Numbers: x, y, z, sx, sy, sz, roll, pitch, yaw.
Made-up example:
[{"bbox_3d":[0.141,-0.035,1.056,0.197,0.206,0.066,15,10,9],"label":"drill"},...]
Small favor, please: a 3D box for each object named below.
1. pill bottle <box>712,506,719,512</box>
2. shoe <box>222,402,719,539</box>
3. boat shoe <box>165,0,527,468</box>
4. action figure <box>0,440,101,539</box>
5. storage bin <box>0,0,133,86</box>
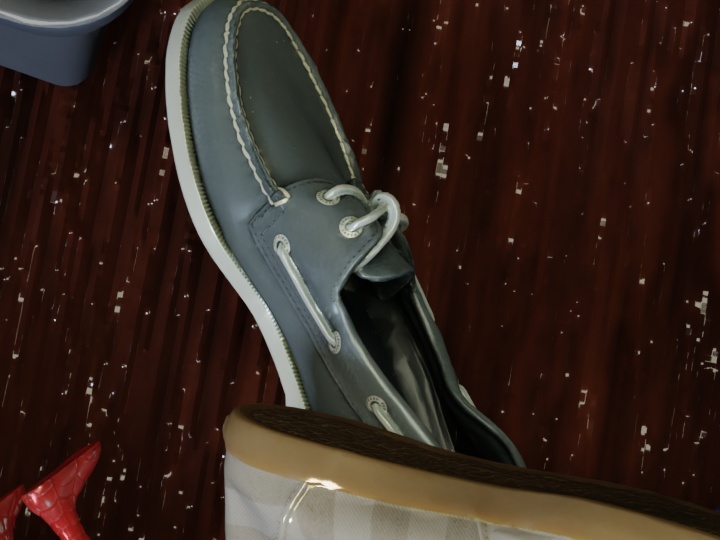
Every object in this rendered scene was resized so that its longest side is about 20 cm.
[{"bbox_3d":[0.110,0.132,0.856,0.200,0.111,0.111,-27,80,-10],"label":"pill bottle"},{"bbox_3d":[0.049,0.085,0.811,0.200,0.070,0.053,13,93,26],"label":"shoe"},{"bbox_3d":[0.000,0.000,0.892,0.073,0.062,0.200,-12,80,-51],"label":"boat shoe"},{"bbox_3d":[-0.040,0.144,0.865,0.200,0.065,0.052,56,37,-4],"label":"action figure"},{"bbox_3d":[-0.146,-0.143,0.893,0.200,0.134,0.146,19,76,0],"label":"storage bin"}]
